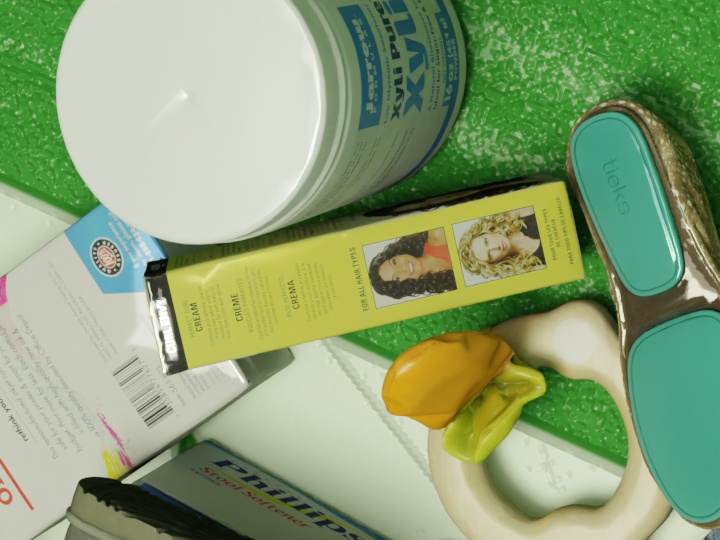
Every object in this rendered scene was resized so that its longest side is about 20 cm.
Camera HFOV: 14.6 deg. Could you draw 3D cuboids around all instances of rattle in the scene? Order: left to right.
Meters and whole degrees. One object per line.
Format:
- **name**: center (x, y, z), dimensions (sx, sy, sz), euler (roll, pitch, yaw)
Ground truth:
- **rattle**: center (0.096, 0.118, 1.300), dimensions (0.129, 0.143, 0.201), euler (-16, 87, 3)

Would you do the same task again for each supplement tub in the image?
- **supplement tub**: center (-0.040, -0.087, 1.277), dimensions (0.131, 0.200, 0.133), euler (3, 100, 19)

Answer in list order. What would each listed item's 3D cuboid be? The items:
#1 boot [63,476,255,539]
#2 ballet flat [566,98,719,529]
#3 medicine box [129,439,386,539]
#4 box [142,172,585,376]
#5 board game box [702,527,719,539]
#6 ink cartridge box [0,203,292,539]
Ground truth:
- **boot**: center (-0.094, 0.216, 1.305), dimensions (0.181, 0.072, 0.201), euler (24, 100, 29)
- **ballet flat**: center (0.150, 0.017, 1.294), dimensions (0.070, 0.065, 0.201), euler (-15, 85, 29)
- **medicine box**: center (-0.054, 0.217, 1.384), dimensions (0.181, 0.103, 0.201), euler (28, 107, 13)
- **box**: center (0.000, 0.000, 1.310), dimensions (0.199, 0.075, 0.050), euler (-14, 96, -3)
- **board game box**: center (0.204, 0.225, 1.296), dimensions (0.200, 0.062, 0.200), euler (37, 113, -6)
- **ink cartridge box**: center (-0.149, 0.056, 1.409), dimensions (0.200, 0.068, 0.115), euler (-34, 87, 20)
